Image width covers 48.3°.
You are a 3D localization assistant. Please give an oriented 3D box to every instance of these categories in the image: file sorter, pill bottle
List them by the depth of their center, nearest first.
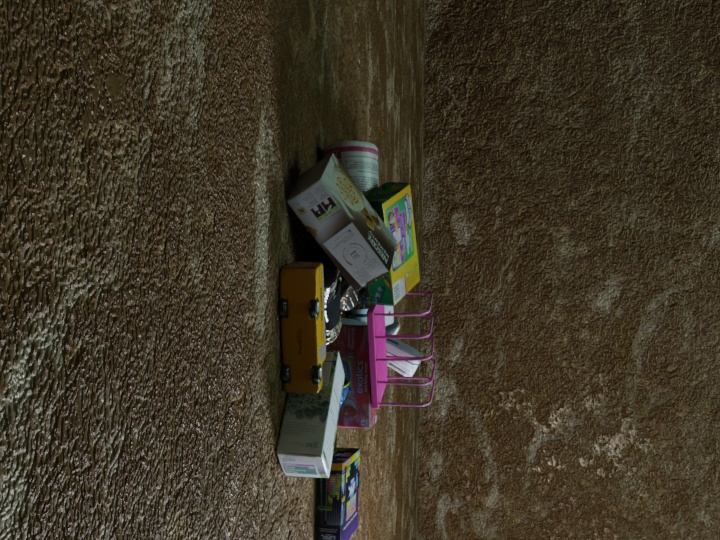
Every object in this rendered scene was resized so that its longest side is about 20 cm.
[{"bbox_3d":[-0.017,-0.139,1.560,0.113,0.110,0.206,30,57,-78],"label":"pill bottle"},{"bbox_3d":[0.087,0.156,1.620,0.139,0.122,0.206,-60,148,-70],"label":"file sorter"}]

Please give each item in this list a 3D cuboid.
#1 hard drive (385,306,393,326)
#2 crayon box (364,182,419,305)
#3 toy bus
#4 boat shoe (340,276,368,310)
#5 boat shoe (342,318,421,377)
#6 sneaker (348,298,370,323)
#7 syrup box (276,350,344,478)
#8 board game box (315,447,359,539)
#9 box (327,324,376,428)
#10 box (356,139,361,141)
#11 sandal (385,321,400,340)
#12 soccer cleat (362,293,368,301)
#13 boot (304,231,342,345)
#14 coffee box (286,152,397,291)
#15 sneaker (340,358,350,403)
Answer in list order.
[{"bbox_3d":[0.030,0.012,1.853,0.133,0.026,0.204,85,-14,-63],"label":"hard drive"},{"bbox_3d":[0.056,-0.051,1.521,0.118,0.057,0.205,-38,126,-53],"label":"crayon box"},{"bbox_3d":[-0.093,0.094,1.319,0.078,0.063,0.206,-50,140,-76],"label":"toy bus"},{"bbox_3d":[0.000,0.000,1.585,0.199,0.072,0.076,-36,138,-40],"label":"boat shoe"},{"bbox_3d":[0.034,0.171,1.739,0.067,0.196,0.073,-66,170,15],"label":"boat shoe"},{"bbox_3d":[0.001,0.141,1.825,0.201,0.077,0.134,-90,178,-65],"label":"sneaker"},{"bbox_3d":[-0.081,0.239,1.357,0.082,0.076,0.204,78,16,-51],"label":"syrup box"},{"bbox_3d":[-0.043,0.463,1.650,0.200,0.055,0.170,19,71,-79],"label":"board game box"},{"bbox_3d":[-0.019,0.215,1.644,0.095,0.097,0.206,19,72,-79],"label":"box"},{"bbox_3d":[0.012,-0.178,1.826,0.200,0.050,0.162,58,17,-71],"label":"box"},{"bbox_3d":[0.046,0.220,1.897,0.210,0.059,0.079,-59,-166,-6],"label":"sandal"},{"bbox_3d":[-0.032,0.027,1.701,0.074,0.067,0.199,61,15,13],"label":"soccer cleat"},{"bbox_3d":[-0.064,0.021,1.463,0.202,0.071,0.154,-92,-178,-53],"label":"boot"},{"bbox_3d":[-0.028,-0.083,1.381,0.201,0.079,0.115,53,27,-18],"label":"coffee box"},{"bbox_3d":[-0.055,0.246,1.512,0.067,0.076,0.204,-77,165,-57],"label":"sneaker"}]
